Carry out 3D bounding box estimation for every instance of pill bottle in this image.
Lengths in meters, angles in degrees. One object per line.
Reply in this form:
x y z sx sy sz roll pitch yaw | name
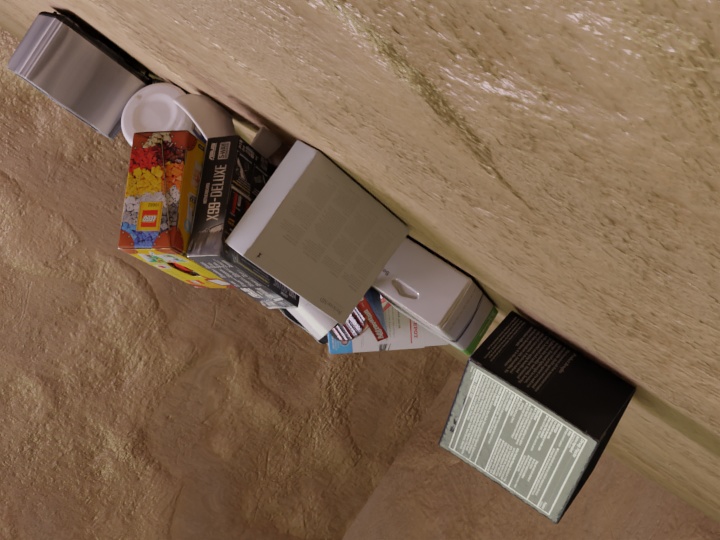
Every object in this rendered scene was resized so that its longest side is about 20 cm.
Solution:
-0.273 -0.189 1.768 0.111 0.111 0.200 33 170 23 | pill bottle

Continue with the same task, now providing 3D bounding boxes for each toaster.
-0.423 -0.300 1.780 0.181 0.119 0.200 35 177 -28 | toaster

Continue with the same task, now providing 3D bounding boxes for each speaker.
-0.098 0.001 1.610 0.200 0.081 0.081 44 177 -3 | speaker

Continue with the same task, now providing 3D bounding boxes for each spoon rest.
-0.184 -0.184 1.547 0.099 0.061 0.200 37 175 -42 | spoon rest

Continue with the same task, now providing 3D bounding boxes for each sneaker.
0.025 0.046 1.819 0.087 0.200 0.074 -9 -118 -48 | sneaker

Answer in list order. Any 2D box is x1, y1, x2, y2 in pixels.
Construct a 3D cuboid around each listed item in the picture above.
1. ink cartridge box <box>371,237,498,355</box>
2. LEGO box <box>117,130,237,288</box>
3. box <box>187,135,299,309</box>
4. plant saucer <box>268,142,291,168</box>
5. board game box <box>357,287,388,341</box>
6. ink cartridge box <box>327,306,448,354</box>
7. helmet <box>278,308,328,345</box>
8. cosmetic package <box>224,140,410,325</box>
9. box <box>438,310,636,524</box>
0.099 0.033 1.645 0.145 0.084 0.200 33 177 21 | ink cartridge box
-0.213 -0.072 1.474 0.077 0.150 0.200 0 166 20 | LEGO box
-0.134 -0.056 1.476 0.050 0.159 0.200 -2 160 27 | box
-0.049 -0.108 1.564 0.200 0.032 0.200 35 176 3 | plant saucer
0.000 0.000 1.665 0.200 0.019 0.103 -100 -15 -53 | board game box
0.044 0.065 1.904 0.199 0.116 0.067 -4 -157 0 | ink cartridge box
-0.036 0.030 2.024 0.190 0.200 0.200 38 177 0 | helmet
-0.048 -0.042 1.423 0.052 0.151 0.200 31 175 46 | cosmetic package
0.234 0.198 1.571 0.198 0.123 0.201 33 139 18 | box
